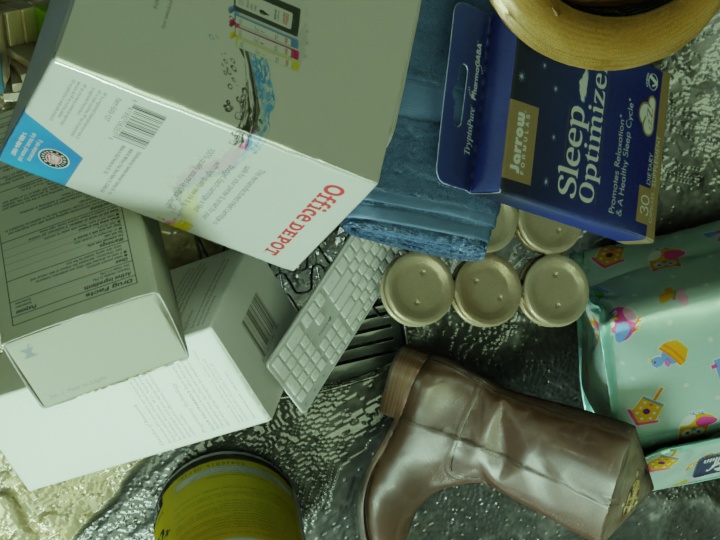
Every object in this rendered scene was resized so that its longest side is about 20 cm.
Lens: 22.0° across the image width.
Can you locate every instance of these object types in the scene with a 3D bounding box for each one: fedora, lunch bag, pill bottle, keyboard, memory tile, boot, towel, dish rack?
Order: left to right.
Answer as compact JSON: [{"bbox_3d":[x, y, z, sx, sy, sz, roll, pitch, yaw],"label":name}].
[{"bbox_3d":[-0.088,0.219,1.303,0.111,0.200,0.113,-3,113,-7],"label":"pill bottle"},{"bbox_3d":[-0.044,0.002,1.299,0.153,0.055,0.201,-12,114,-2],"label":"dish rack"},{"bbox_3d":[0.000,0.000,1.240,0.200,0.011,0.056,-58,143,-23],"label":"keyboard"},{"bbox_3d":[0.047,-0.113,1.214,0.111,0.049,0.201,12,81,-18],"label":"towel"},{"bbox_3d":[0.080,-0.061,1.254,0.153,0.017,0.201,0,84,-20],"label":"memory tile"},{"bbox_3d":[0.102,0.162,1.323,0.199,0.064,0.187,20,122,19],"label":"boot"},{"bbox_3d":[0.152,-0.225,1.170,0.200,0.082,0.202,-7,109,-21],"label":"fedora"},{"bbox_3d":[0.246,0.075,1.334,0.170,0.122,0.201,-12,121,-4],"label":"lunch bag"}]

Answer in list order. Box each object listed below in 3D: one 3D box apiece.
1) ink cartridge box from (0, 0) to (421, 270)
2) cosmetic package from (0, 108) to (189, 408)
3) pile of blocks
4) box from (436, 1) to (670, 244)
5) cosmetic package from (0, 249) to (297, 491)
[{"bbox_3d":[-0.089,-0.117,1.107,0.199,0.145,0.147,21,153,-16],"label":"ink cartridge box"},{"bbox_3d":[-0.182,-0.022,1.185,0.103,0.201,0.073,-18,140,2],"label":"cosmetic package"},{"bbox_3d":[-0.237,-0.150,1.193,0.199,0.082,0.062,-6,114,-5],"label":"pile of blocks"},{"bbox_3d":[0.131,-0.095,1.218,0.199,0.032,0.122,14,80,-43],"label":"box"},{"bbox_3d":[-0.150,0.065,1.248,0.199,0.108,0.085,-18,117,26],"label":"cosmetic package"}]
